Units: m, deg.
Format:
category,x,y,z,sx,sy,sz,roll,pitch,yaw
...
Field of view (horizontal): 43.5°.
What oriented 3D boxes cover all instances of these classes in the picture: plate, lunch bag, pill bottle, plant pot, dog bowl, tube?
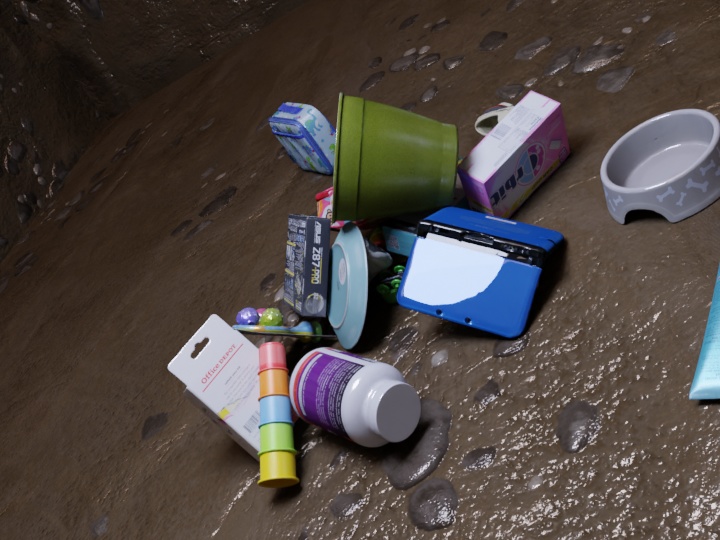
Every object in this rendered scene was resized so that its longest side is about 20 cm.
category,x,y,z,sx,sy,sz,roll,pitch,yaw
plate,-0.029,0.024,1.447,0.025,0.204,0.200,1,21,-17
lunch bag,-0.122,-0.303,2.053,0.082,0.162,0.199,-43,29,-13
pill bottle,-0.007,0.176,1.248,0.113,0.113,0.199,-49,29,-21
lunch bag,0.035,-0.117,1.612,0.197,0.084,0.175,-11,-6,30
plant pot,0.055,-0.171,1.422,0.189,0.204,0.202,3,34,-1
dog bowl,0.430,-0.150,1.276,0.198,0.059,0.201,-29,28,17
tube,0.416,0.056,1.001,0.077,0.050,0.202,-15,40,44

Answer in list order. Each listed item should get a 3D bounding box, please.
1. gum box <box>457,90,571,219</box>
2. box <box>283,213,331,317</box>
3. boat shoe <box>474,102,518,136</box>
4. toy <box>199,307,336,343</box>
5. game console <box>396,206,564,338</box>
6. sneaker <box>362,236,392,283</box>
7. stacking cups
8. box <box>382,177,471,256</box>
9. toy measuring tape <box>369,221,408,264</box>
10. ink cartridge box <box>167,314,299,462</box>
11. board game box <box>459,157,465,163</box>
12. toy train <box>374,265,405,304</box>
category,x,y,z,sx,sy,sz,roll,pitch,yaw
gum box,0.253,-0.182,1.458,0.200,0.114,0.066,-45,50,-13
box,-0.094,-0.013,1.554,0.200,0.048,0.165,-164,79,-76
boat shoe,0.272,-0.263,1.615,0.062,0.072,0.200,-26,19,-12
toy,-0.148,0.086,1.475,0.114,0.197,0.048,-6,76,50
game console,0.176,-0.004,1.319,0.197,0.121,0.170,16,22,24
sneaker,0.000,0.000,1.503,0.082,0.075,0.200,-55,-1,-14
stacking cups,-0.123,0.207,1.304,0.060,0.060,0.204,-21,60,28
box,0.129,-0.096,1.498,0.081,0.050,0.200,17,44,38
toy measuring tape,0.078,-0.055,1.536,0.198,0.074,0.074,-14,36,39
ink cartridge box,-0.185,0.176,1.361,0.117,0.199,0.067,-49,2,-24
board game box,0.085,-0.177,1.608,0.196,0.024,0.105,-5,-8,-23
toy train,0.110,0.009,1.421,0.197,0.056,0.042,-18,41,34
